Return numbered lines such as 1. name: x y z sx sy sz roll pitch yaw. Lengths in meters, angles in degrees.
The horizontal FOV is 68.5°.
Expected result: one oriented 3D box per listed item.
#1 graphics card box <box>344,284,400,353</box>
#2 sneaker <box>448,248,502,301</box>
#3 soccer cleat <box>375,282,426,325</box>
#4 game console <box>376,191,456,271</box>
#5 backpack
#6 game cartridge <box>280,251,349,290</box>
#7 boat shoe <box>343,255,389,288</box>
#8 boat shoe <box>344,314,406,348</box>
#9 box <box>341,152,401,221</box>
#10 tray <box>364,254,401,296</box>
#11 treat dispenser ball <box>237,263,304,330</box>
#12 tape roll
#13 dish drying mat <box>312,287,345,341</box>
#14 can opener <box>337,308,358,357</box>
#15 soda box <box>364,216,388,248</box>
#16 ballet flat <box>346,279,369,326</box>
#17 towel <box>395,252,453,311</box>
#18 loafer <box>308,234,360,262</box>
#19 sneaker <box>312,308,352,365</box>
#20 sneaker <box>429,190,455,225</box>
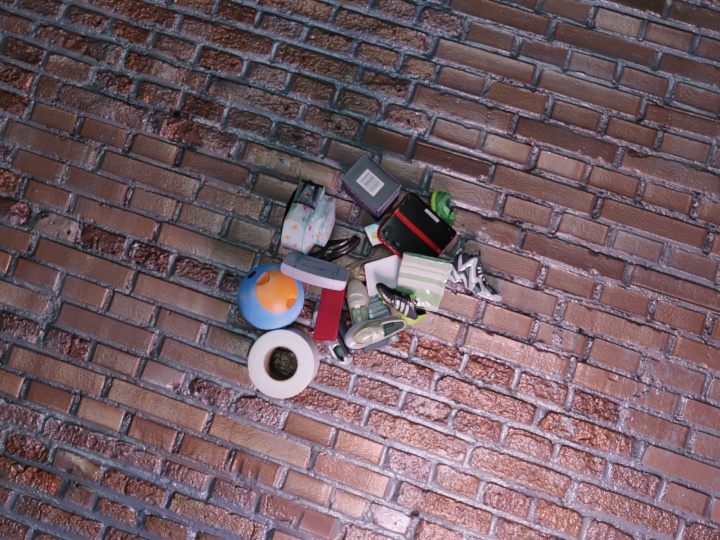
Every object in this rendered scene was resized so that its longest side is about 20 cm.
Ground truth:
1. graphics card box: 0.035 0.146 1.666 0.125 0.051 0.201 -21 85 1
2. sneaker: 0.369 0.003 1.645 0.199 0.079 0.130 28 96 14
3. soccer cleat: 0.124 0.091 1.621 0.081 0.068 0.200 -36 122 20
4. game console: 0.168 -0.112 1.612 0.200 0.031 0.177 41 85 -6
5. backpack: -0.160 -0.148 1.613 0.153 0.176 0.201 24 65 6
6. game cartridge: -0.136 0.002 1.585 0.199 0.133 0.041 17 108 -1
7. boat shoe: 0.000 0.000 1.669 0.199 0.065 0.072 -25 86 0
8. boat shoe: 0.045 0.175 1.564 0.199 0.062 0.072 -21 99 -31
9. box: 0.034 -0.248 1.616 0.148 0.200 0.107 42 88 3
10. tray: 0.104 0.002 1.644 0.199 0.022 0.108 -17 112 -21
11. treat dispenser ball: -0.272 0.079 1.608 0.200 0.201 0.202 0 86 2
12. tape roll: -0.232 0.279 1.625 0.202 0.139 0.204 0 86 2
13. dish drying mat: -0.093 0.119 1.614 0.076 0.018 0.201 2 64 15
14. can opener: -0.055 0.171 1.624 0.066 0.053 0.201 -2 53 -35
15. soda box: 0.114 -0.142 1.674 0.199 0.064 0.069 -24 86 0
16. ballet flat: -0.003 0.126 1.611 0.069 0.069 0.201 -9 86 2
17. towel: 0.188 0.039 1.615 0.152 0.023 0.201 12 131 3
18. loafer: -0.094 -0.068 1.672 0.199 0.073 0.072 -28 88 1
19. sneaker: -0.086 0.205 1.654 0.070 0.080 0.201 -32 84 2
20. sneaker: 0.259 -0.155 1.664 0.083 0.074 0.201 0 86 6
